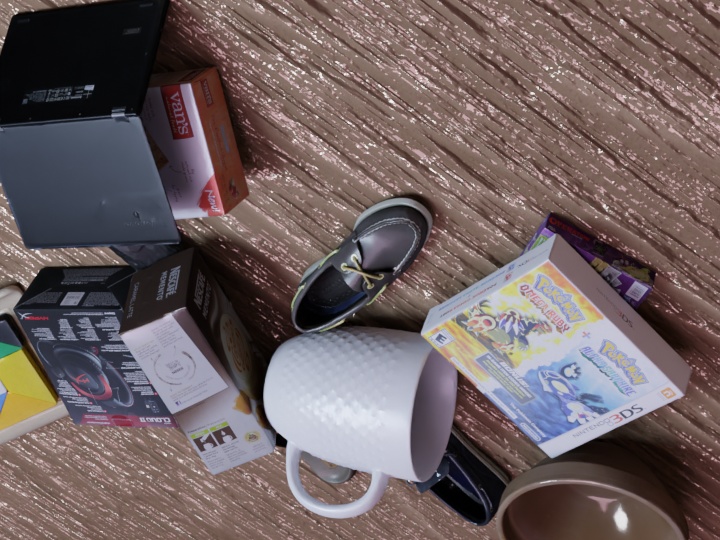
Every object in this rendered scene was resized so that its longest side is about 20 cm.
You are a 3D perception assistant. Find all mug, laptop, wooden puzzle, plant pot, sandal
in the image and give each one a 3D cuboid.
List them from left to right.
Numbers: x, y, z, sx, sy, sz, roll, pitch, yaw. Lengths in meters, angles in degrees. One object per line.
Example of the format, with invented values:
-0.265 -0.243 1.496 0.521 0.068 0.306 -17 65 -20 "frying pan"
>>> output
-0.439 0.128 1.889 0.183 0.037 0.201 -24 124 5 "wooden puzzle"
-0.254 -0.138 1.537 0.185 0.202 0.116 -2 154 27 "laptop"
-0.079 0.178 1.809 0.081 0.055 0.201 -18 120 36 "sandal"
-0.010 0.155 1.658 0.174 0.202 0.148 8 164 21 "mug"
0.247 0.245 1.685 0.199 0.093 0.202 10 140 9 "plant pot"

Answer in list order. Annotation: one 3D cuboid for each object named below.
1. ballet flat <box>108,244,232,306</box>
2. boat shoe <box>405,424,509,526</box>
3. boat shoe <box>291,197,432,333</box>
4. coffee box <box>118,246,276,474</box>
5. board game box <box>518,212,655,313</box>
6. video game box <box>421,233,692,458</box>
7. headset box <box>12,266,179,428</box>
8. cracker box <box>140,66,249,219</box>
-0.204 -0.008 1.713 0.066 0.057 0.200 -36 117 13 "ballet flat"
0.079 0.206 1.758 0.200 0.062 0.075 40 136 -11 "boat shoe"
0.000 0.000 1.605 0.072 0.061 0.201 38 135 -12 "boat shoe"
-0.163 0.095 1.677 0.079 0.115 0.201 -21 121 14 "coffee box"
0.190 0.042 1.580 0.119 0.032 0.201 26 135 -5 "board game box"
0.189 0.079 1.564 0.200 0.047 0.182 43 131 -16 "video game box"
-0.278 0.095 1.811 0.147 0.075 0.201 -1 129 26 "headset box"
-0.219 -0.118 1.578 0.198 0.058 0.135 -4 111 27 "cracker box"
